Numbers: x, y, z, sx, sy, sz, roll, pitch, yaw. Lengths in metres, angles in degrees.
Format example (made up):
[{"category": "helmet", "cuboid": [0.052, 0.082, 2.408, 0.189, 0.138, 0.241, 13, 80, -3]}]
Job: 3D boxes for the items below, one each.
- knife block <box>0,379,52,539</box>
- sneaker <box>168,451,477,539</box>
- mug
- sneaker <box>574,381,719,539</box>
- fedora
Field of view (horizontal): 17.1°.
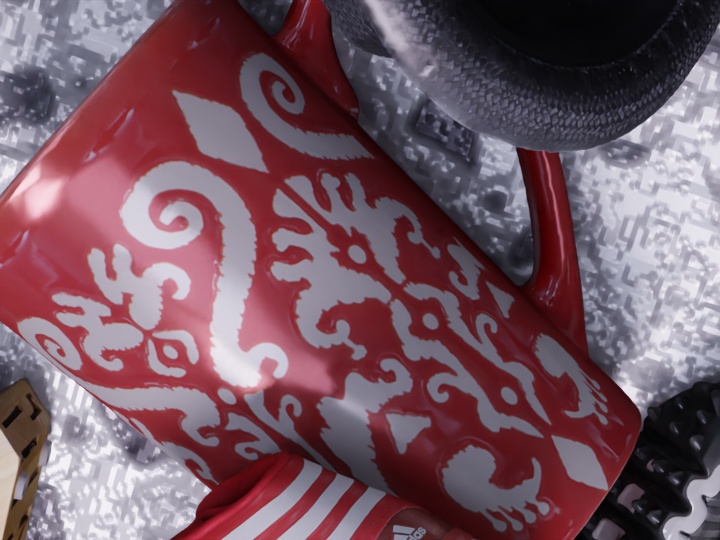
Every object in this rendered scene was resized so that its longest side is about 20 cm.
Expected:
[{"category": "knife block", "cuboid": [-0.215, 0.122, 0.849, 0.174, 0.064, 0.201, 14, 99, 0]}, {"category": "sneaker", "cuboid": [-0.013, 0.126, 0.738, 0.115, 0.078, 0.201, 31, 135, 19]}, {"category": "mug", "cuboid": [-0.004, 0.006, 0.759, 0.200, 0.134, 0.178, 42, 113, -4]}, {"category": "sneaker", "cuboid": [0.101, 0.136, 0.806, 0.090, 0.066, 0.201, 22, 95, -21]}, {"category": "fedora", "cuboid": [0.032, -0.133, 0.710, 0.091, 0.200, 0.202, -4, 108, 49]}]
